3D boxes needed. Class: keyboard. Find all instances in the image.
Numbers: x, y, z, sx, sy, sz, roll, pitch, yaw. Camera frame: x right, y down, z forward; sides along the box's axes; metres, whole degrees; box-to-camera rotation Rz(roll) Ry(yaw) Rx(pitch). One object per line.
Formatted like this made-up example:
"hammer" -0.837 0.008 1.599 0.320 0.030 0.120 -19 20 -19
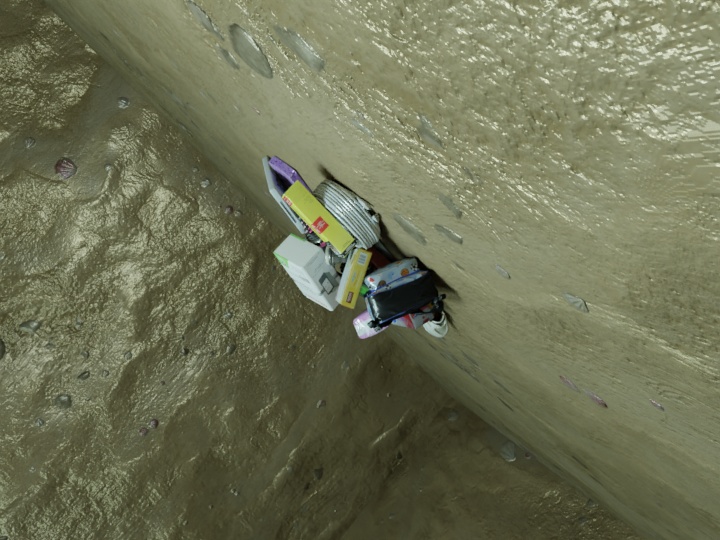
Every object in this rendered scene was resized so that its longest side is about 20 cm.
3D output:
"keyboard" 0.031 -0.090 1.489 0.056 0.011 0.200 34 170 49

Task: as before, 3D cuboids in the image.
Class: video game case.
"video game case" -0.231 -0.231 1.681 0.183 0.022 0.201 55 -171 -40

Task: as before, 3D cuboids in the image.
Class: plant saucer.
"plant saucer" 0.060 -0.018 1.596 0.199 0.037 0.200 43 180 -3

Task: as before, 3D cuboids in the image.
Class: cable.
"cable" -0.035 -0.131 1.344 0.199 0.069 0.200 39 170 24

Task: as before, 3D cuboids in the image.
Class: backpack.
"backpack" 0.088 0.058 1.376 0.191 0.196 0.157 116 137 -80

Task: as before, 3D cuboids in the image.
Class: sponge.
"sponge" -0.192 -0.252 1.654 0.111 0.030 0.200 37 172 33

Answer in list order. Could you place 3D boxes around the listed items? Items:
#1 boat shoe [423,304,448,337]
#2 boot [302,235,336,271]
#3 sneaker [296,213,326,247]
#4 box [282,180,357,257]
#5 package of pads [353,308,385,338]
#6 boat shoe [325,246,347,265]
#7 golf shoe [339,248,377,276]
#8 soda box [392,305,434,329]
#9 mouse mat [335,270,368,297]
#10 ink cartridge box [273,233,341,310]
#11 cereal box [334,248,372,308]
"boat shoe" 0.219 0.140 1.624 0.070 0.071 0.201 37 165 50
"boot" -0.086 -0.066 1.693 0.199 0.072 0.184 -23 103 49
"sneaker" -0.141 -0.140 1.584 0.088 0.073 0.201 59 -178 -41
"box" -0.096 -0.118 1.291 0.200 0.050 0.075 47 172 -10
"package of pads" 0.071 0.134 1.757 0.077 0.119 0.199 61 -146 -4
"boat shoe" -0.051 -0.080 1.486 0.056 0.202 0.068 3 127 6
"golf shoe" 0.000 0.000 1.616 0.088 0.078 0.200 36 -178 -25
"soda box" 0.128 0.113 1.563 0.064 0.069 0.199 63 162 -10
"mouse mat" -0.016 0.050 1.691 0.197 0.008 0.161 24 165 -13
"ink cartridge box" -0.140 0.006 1.600 0.144 0.084 0.201 25 156 43
"cereal box" -0.021 0.018 1.426 0.039 0.147 0.200 18 179 -7
